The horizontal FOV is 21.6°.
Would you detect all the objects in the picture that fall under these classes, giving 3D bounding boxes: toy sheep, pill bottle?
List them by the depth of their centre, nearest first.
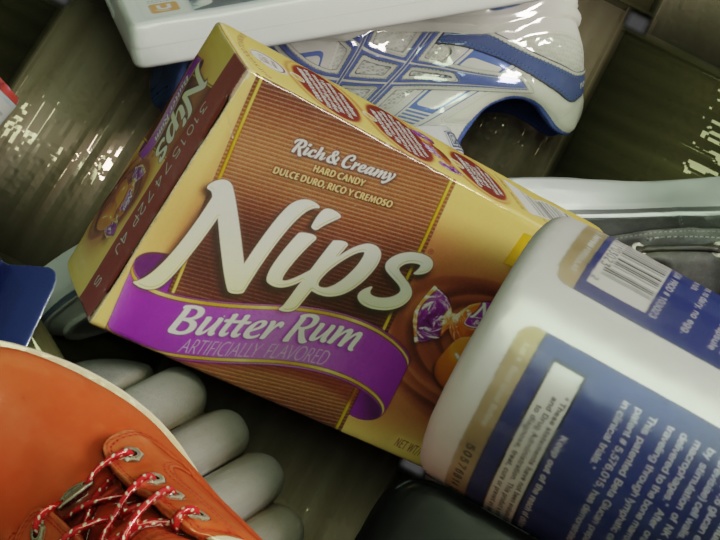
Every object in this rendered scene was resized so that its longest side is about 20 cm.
[{"bbox_3d":[0.132,0.073,0.683,0.200,0.111,0.111,29,67,10],"label":"pill bottle"},{"bbox_3d":[-0.091,0.104,0.735,0.138,0.138,0.200,-27,90,-17],"label":"toy sheep"}]

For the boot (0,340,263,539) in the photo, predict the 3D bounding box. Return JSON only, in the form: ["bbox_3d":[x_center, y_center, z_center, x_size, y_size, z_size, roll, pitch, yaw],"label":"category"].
[{"bbox_3d":[-0.077,0.084,0.625,0.200,0.107,0.075,38,77,12],"label":"boot"}]

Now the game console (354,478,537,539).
[{"bbox_3d":[0.059,0.206,0.688,0.200,0.176,0.116,29,51,18],"label":"game console"}]

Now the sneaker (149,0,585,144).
[{"bbox_3d":[0.008,-0.080,0.850,0.200,0.075,0.088,-12,92,-5],"label":"sneaker"}]

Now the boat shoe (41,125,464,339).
[{"bbox_3d":[-0.044,-0.001,0.804,0.200,0.074,0.065,-20,78,2],"label":"boat shoe"}]

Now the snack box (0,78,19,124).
[{"bbox_3d":[-0.246,-0.022,0.739,0.142,0.053,0.200,20,67,44],"label":"snack box"}]

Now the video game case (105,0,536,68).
[{"bbox_3d":[-0.019,-0.147,0.844,0.200,0.023,0.182,-11,30,-12],"label":"video game case"}]

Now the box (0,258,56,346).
[{"bbox_3d":[-0.219,0.035,0.739,0.200,0.032,0.121,5,61,35],"label":"box"}]

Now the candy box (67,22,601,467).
[{"bbox_3d":[0.000,0.000,0.752,0.200,0.056,0.117,26,106,-29],"label":"candy box"}]

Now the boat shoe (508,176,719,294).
[{"bbox_3d":[0.137,-0.004,0.841,0.200,0.070,0.066,2,74,-6],"label":"boat shoe"}]
